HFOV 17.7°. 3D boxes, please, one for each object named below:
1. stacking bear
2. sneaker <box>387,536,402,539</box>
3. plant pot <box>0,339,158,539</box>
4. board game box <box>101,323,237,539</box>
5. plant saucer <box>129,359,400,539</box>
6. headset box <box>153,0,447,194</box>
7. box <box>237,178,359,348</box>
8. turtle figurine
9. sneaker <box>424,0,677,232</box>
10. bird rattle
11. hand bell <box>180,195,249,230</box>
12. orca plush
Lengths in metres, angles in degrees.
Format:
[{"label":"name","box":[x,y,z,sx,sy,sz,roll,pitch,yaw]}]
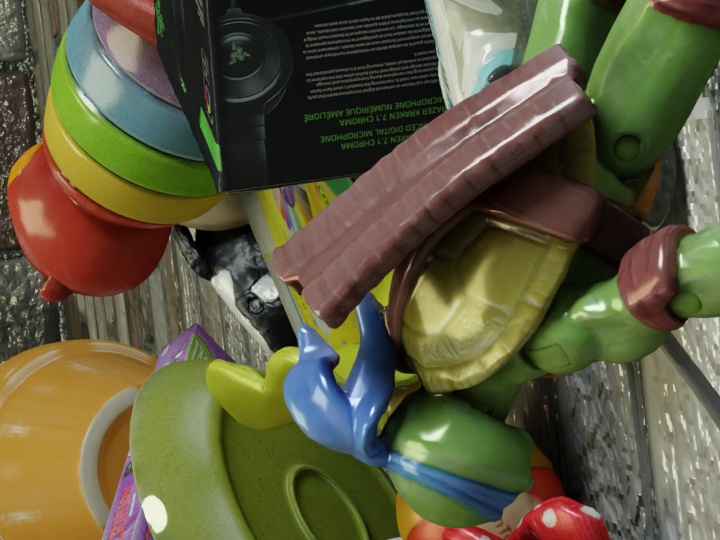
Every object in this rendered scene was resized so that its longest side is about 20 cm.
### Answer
[{"label":"stacking bear","box":[-0.101,-0.069,1.063,0.200,0.114,0.122,-57,3,39]},{"label":"sneaker","box":[0.032,0.206,0.951,0.075,0.088,0.200,111,148,-62]},{"label":"plant pot","box":[-0.178,0.145,1.680,0.183,0.200,0.201,-13,84,63]},{"label":"board game box","box":[-0.058,0.119,1.050,0.120,0.032,0.200,50,-158,-19]},{"label":"plant saucer","box":[-0.024,0.118,1.046,0.200,0.031,0.200,42,-155,-25]},{"label":"headset box","box":[-0.028,-0.142,0.853,0.174,0.092,0.201,-118,22,-63]},{"label":"box","box":[0.000,0.000,1.011,0.200,0.048,0.118,178,69,-79]},{"label":"turtle figurine","box":[0.090,-0.021,0.587,0.144,0.199,0.195,9,-86,-80]},{"label":"sneaker","box":[0.044,-0.096,0.749,0.086,0.077,0.201,156,106,-81]},{"label":"bird rattle","box":[0.049,0.081,0.834,0.200,0.113,0.163,49,176,23]},{"label":"hand bell","box":[-0.063,-0.097,1.171,0.200,0.104,0.104,128,133,-71]},{"label":"orca plush","box":[-0.052,-0.030,1.312,0.105,0.071,0.200,39,-166,-26]}]
